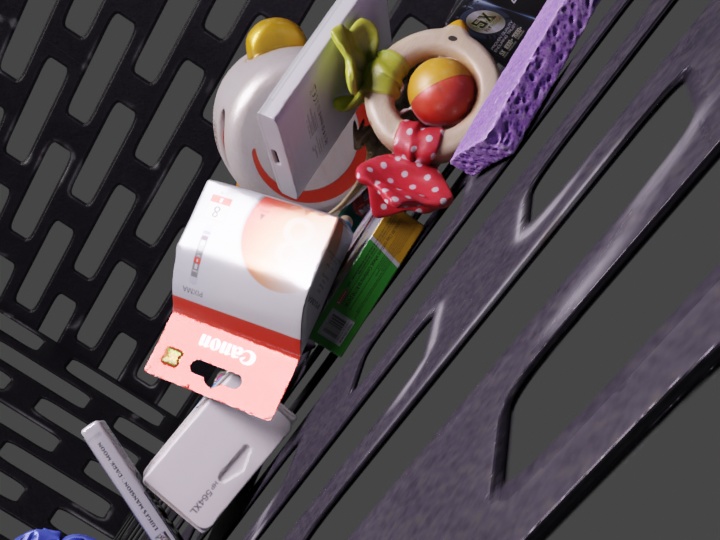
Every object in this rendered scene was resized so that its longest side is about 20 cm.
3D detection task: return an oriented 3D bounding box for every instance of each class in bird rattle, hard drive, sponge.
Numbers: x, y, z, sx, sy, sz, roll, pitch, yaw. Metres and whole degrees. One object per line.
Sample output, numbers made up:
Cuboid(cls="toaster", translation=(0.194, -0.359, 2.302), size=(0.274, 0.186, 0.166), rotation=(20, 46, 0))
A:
Cuboid(cls="bird rattle", translation=(0.054, -0.151, 0.988), size=(0.162, 0.201, 0.113), rotation=(-25, -27, 4))
Cuboid(cls="hard drive", translation=(-0.030, -0.185, 1.056), size=(0.201, 0.026, 0.132), rotation=(-59, -20, -23))
Cuboid(cls="sponge", translation=(0.145, -0.173, 0.886), size=(0.201, 0.030, 0.112), rotation=(-59, 6, -11))

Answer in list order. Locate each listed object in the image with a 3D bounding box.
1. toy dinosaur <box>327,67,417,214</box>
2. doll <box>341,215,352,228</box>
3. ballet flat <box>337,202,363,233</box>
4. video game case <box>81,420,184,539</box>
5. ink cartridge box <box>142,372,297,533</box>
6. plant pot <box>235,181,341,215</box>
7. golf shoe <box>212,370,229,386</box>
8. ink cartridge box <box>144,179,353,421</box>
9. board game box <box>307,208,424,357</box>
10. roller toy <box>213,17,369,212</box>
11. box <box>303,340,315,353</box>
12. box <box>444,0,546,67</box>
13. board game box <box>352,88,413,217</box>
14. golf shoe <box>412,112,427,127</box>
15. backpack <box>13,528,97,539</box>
Cuboid(cls="toy dinosaur", translation=(0.024, -0.135, 1.122), size=(0.201, 0.058, 0.101), rotation=(-62, -6, -2))
Cuboid(cls="doll", translation=(-0.054, -0.004, 1.147), size=(0.137, 0.048, 0.200), rotation=(-58, 11, 3))
Cuboid(cls="ballet flat", translation=(0.034, -0.087, 1.293), size=(0.200, 0.067, 0.062), rotation=(-53, -23, 11))
Cuboid(cls="video game case", translation=(-0.224, 0.234, 1.097), size=(0.023, 0.182, 0.200), rotation=(-34, 0, -14))
Cuboid(cls="ink cartridge box", translation=(-0.153, 0.186, 1.131), size=(0.146, 0.084, 0.200), rotation=(-50, 3, -14))
Cuboid(cls="plant pot", translation=(-0.079, -0.081, 1.469), size=(0.201, 0.200, 0.183), rotation=(-56, 10, 15))
Cuboid(cls="golf shoe", translation=(-0.111, 0.103, 1.397), size=(0.201, 0.077, 0.088), rotation=(-57, 19, -2))
Cuboid(cls="ink cartridge box", translation=(-0.118, 0.023, 1.038), size=(0.201, 0.161, 0.050), rotation=(-65, -27, -15))
Cuboid(cls="board game box", translation=(0.000, 0.000, 1.122), size=(0.154, 0.040, 0.200), rotation=(-57, 6, 4))
Cuboid(cls="roller toy", translation=(-0.074, -0.163, 1.210), size=(0.183, 0.200, 0.140), rotation=(-53, 25, 7))
Cuboid(cls="box", translation=(-0.107, 0.036, 1.192), size=(0.036, 0.144, 0.200), rotation=(-21, -1, 10))
Cuboid(cls="box", translation=(0.186, -0.340, 1.151), size=(0.164, 0.086, 0.200), rotation=(-51, 8, 41))
Cuboid(cls="board game box", translation=(0.027, -0.165, 1.274), size=(0.103, 0.019, 0.201), rotation=(-36, 40, 31))
Cuboid(cls="golf shoe", translation=(0.103, -0.189, 1.179), size=(0.092, 0.075, 0.200), rotation=(-47, 16, 14))
Cuboid(cls="backpack", translation=(-0.279, 0.349, 0.996), size=(0.163, 0.167, 0.201), rotation=(117, 175, -74))
